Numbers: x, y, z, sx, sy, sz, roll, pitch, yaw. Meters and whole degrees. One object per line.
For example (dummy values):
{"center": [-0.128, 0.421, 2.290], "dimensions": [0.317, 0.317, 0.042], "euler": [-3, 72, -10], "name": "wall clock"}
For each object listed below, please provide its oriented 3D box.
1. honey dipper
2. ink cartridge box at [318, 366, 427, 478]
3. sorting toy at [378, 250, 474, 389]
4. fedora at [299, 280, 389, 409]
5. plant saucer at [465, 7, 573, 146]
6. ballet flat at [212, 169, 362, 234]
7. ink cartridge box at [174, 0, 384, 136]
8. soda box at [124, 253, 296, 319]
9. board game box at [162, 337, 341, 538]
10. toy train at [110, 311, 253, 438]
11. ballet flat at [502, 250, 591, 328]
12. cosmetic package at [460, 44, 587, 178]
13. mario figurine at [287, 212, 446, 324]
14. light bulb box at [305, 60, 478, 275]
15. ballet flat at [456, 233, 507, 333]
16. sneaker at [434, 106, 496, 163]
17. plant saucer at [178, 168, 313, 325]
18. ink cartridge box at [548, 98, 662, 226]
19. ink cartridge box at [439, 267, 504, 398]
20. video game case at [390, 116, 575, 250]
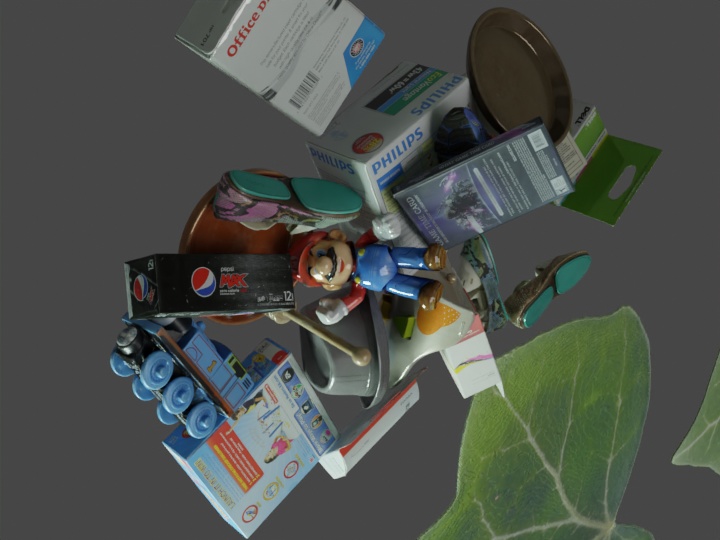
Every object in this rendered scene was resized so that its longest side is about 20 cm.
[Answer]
{"center": [-0.057, 0.069, 1.284], "dimensions": [0.038, 0.200, 0.038], "euler": [-23, 126, -36], "name": "honey dipper"}
{"center": [0.026, 0.220, 1.520], "dimensions": [0.162, 0.200, 0.057], "euler": [-43, 94, -21], "name": "ink cartridge box"}
{"center": [0.064, 0.066, 1.500], "dimensions": [0.106, 0.200, 0.181], "euler": [16, 117, -16], "name": "sorting toy"}
{"center": [-0.030, 0.094, 1.414], "dimensions": [0.090, 0.200, 0.178], "euler": [-5, 131, -16], "name": "fedora"}
{"center": [0.208, -0.251, 1.411], "dimensions": [0.199, 0.029, 0.201], "euler": [16, 66, -38], "name": "plant saucer"}
{"center": [-0.092, -0.077, 1.284], "dimensions": [0.199, 0.069, 0.071], "euler": [4, 135, -39], "name": "ballet flat"}
{"center": [-0.087, -0.267, 1.206], "dimensions": [0.200, 0.086, 0.147], "euler": [30, 95, -47], "name": "ink cartridge box"}
{"center": [-0.170, 0.017, 1.230], "dimensions": [0.199, 0.063, 0.071], "euler": [0, 82, -46], "name": "soda box"}
{"center": [-0.140, 0.228, 1.436], "dimensions": [0.196, 0.056, 0.200], "euler": [-45, 136, -20], "name": "board game box"}
{"center": [-0.217, 0.116, 1.285], "dimensions": [0.114, 0.086, 0.200], "euler": [-54, 137, -24], "name": "toy train"}
{"center": [0.307, 0.020, 1.783], "dimensions": [0.200, 0.065, 0.071], "euler": [-36, 134, -31], "name": "ballet flat"}
{"center": [0.215, -0.200, 1.491], "dimensions": [0.103, 0.087, 0.201], "euler": [-37, 102, -27], "name": "cosmetic package"}
{"center": [0.000, 0.000, 1.317], "dimensions": [0.106, 0.199, 0.124], "euler": [72, 29, -57], "name": "mario figurine"}
{"center": [0.060, -0.134, 1.405], "dimensions": [0.198, 0.125, 0.201], "euler": [-41, 133, -23], "name": "light bulb box"}
{"center": [0.183, 0.028, 1.663], "dimensions": [0.074, 0.074, 0.201], "euler": [-41, 131, -24], "name": "ballet flat"}
{"center": [0.155, -0.148, 1.361], "dimensions": [0.079, 0.075, 0.200], "euler": [-65, 146, -20], "name": "sneaker"}
{"center": [-0.144, -0.030, 1.320], "dimensions": [0.200, 0.032, 0.201], "euler": [-22, 124, -38], "name": "plant saucer"}
{"center": [0.327, -0.172, 1.603], "dimensions": [0.148, 0.200, 0.076], "euler": [-55, 138, -10], "name": "ink cartridge box"}
{"center": [0.154, 0.109, 1.623], "dimensions": [0.067, 0.117, 0.201], "euler": [-24, 131, 0], "name": "ink cartridge box"}
{"center": [0.154, -0.101, 1.320], "dimensions": [0.199, 0.019, 0.143], "euler": [-24, 141, 13], "name": "video game case"}
